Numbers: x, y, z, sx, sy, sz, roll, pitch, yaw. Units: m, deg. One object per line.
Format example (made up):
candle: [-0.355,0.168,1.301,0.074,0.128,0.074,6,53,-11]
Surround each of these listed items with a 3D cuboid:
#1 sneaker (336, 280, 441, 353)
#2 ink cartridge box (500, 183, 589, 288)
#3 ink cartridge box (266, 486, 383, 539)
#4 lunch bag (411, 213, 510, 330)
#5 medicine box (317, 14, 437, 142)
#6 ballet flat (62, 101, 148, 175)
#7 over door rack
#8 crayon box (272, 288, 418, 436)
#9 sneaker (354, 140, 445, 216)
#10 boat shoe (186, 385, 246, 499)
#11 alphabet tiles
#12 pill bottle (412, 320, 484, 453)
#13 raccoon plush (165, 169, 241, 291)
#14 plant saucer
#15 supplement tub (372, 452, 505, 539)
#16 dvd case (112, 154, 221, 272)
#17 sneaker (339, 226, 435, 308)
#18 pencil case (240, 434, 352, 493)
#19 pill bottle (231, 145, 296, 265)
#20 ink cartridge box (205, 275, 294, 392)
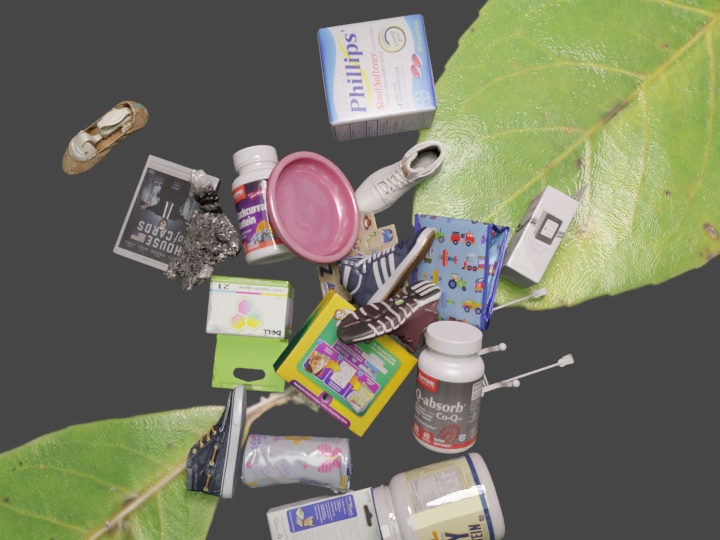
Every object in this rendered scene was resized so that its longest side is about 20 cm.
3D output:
sneaker: [0.059,0.107,0.998,0.198,0.076,0.117,-23,124,-17]
ink cartridge box: [0.325,-0.074,1.057,0.066,0.116,0.202,29,85,5]
ink cartridge box: [-0.064,0.458,1.052,0.197,0.037,0.096,-14,83,2]
lunch bag: [0.167,0.010,1.038,0.149,0.094,0.203,12,96,34]
medicine box: [0.030,-0.358,1.096,0.197,0.103,0.185,-9,84,-1]
ballet flat: [-0.500,-0.260,1.114,0.199,0.065,0.071,-41,85,-3]
over door rack: [0.278,0.129,1.062,0.197,0.067,0.150,-20,85,-1]
crayon box: [-0.026,0.165,1.043,0.199,0.058,0.173,40,84,-14]
sneaker: [0.067,-0.174,1.072,0.199,0.116,0.074,-34,86,0]
boat shoe: [-0.261,0.306,1.051,0.089,0.071,0.204,8,87,-2]
alphabet tiles: [0.000,0.000,1.092,0.165,0.008,0.203,-15,83,12]
pill bottle: [0.152,0.198,1.003,0.114,0.116,0.203,3,106,1]
raccoon plush: [-0.306,-0.064,1.039,0.134,0.096,0.202,-40,124,-28]
plant saucer: [-0.089,-0.108,1.036,0.199,0.050,0.204,15,68,-40]
supplement tub: [0.131,0.409,0.998,0.197,0.145,0.147,-16,84,0]
dvd case: [-0.370,-0.104,1.118,0.148,0.025,0.203,19,84,3]
sneaker: [0.038,-0.021,1.029,0.108,0.070,0.201,43,115,13]
pencil case: [-0.111,0.343,1.040,0.197,0.083,0.092,3,93,1]
pill bottle: [-0.175,-0.119,1.072,0.110,0.111,0.203,-13,84,0]
ink cartridge box: [-0.203,0.118,1.067,0.145,0.076,0.203,4,83,1]
